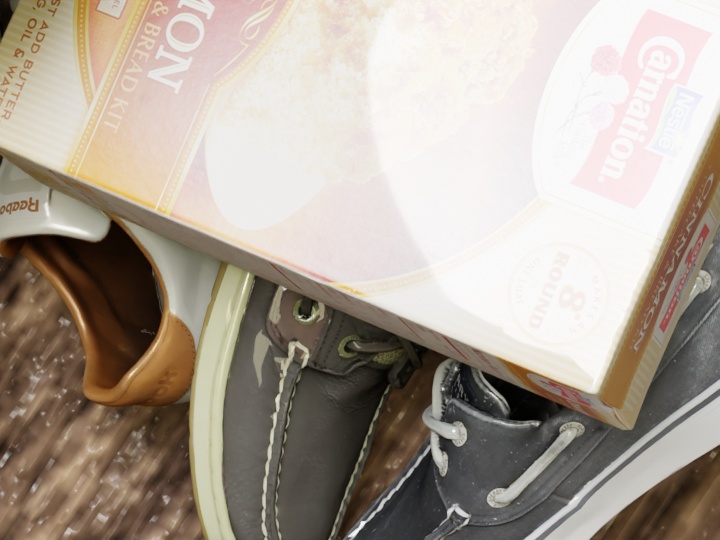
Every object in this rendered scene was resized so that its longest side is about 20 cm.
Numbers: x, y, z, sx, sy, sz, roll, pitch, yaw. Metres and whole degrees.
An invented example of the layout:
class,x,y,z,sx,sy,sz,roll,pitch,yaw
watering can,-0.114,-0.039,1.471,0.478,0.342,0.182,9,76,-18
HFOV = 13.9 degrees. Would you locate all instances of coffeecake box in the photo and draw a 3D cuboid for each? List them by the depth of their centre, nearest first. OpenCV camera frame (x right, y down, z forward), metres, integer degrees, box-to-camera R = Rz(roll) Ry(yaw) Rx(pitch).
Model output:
class,x,y,z,sx,sy,sz,roll,pitch,yaw
coffeecake box,0.013,-0.066,0.842,0.200,0.073,0.154,22,85,16

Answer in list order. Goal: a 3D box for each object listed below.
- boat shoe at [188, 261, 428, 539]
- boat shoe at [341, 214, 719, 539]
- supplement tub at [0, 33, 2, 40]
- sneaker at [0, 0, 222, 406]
class,x,y,z,sx,sy,sz,roll,pitch,yaw
boat shoe,0.001,0.000,0.910,0.066,0.072,0.201,13,91,32
boat shoe,0.051,0.047,0.903,0.200,0.072,0.068,-37,122,27
supplement tub,-0.200,-0.053,0.879,0.145,0.200,0.146,3,99,16
sneaker,-0.083,-0.053,0.923,0.073,0.085,0.200,-16,94,45
